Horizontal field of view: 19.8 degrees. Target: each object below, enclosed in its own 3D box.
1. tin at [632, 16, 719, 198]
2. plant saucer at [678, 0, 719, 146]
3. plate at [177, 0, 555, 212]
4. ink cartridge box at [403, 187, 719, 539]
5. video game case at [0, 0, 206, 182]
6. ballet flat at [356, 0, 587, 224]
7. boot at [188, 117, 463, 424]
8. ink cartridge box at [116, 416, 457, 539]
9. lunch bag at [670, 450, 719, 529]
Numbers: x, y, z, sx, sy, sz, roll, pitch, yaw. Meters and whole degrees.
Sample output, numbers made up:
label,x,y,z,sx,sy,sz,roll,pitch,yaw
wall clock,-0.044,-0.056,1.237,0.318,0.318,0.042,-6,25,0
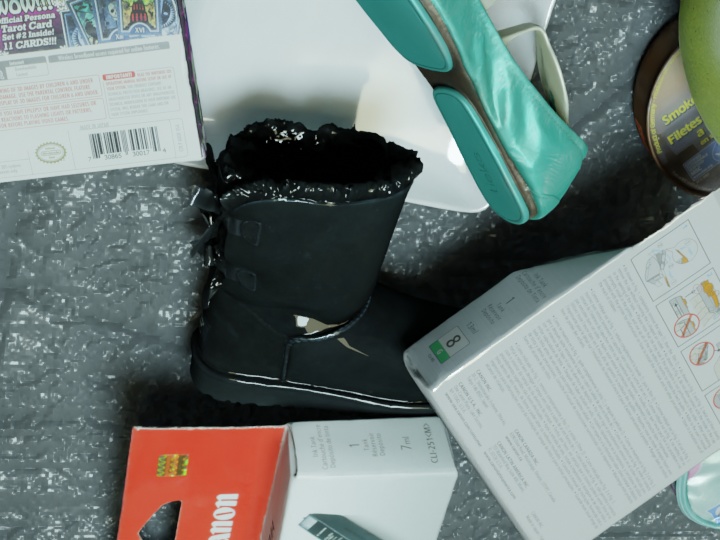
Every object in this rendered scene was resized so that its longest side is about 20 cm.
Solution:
label,x,y,z,sx,sy,sz,roll,pitch,yaw
tin,0.240,-0.122,1.133,0.199,0.042,0.112,-36,123,6
plant saucer,0.265,-0.126,1.062,0.198,0.031,0.202,0,81,0
plate,0.001,-0.138,1.071,0.198,0.032,0.201,9,113,-17
ink cartridge box,0.142,0.049,1.120,0.199,0.050,0.161,-36,126,-3
video game case,-0.185,-0.130,1.011,0.198,0.036,0.183,-7,118,1
ballet flat,0.056,-0.116,1.050,0.070,0.067,0.201,-45,121,-17
boot,0.000,-0.001,1.097,0.197,0.074,0.163,3,132,-10
ink cartridge box,-0.049,0.159,1.165,0.172,0.044,0.201,-1,139,-14
lunch bag,0.252,0.060,1.204,0.159,0.077,0.201,-2,116,-13
